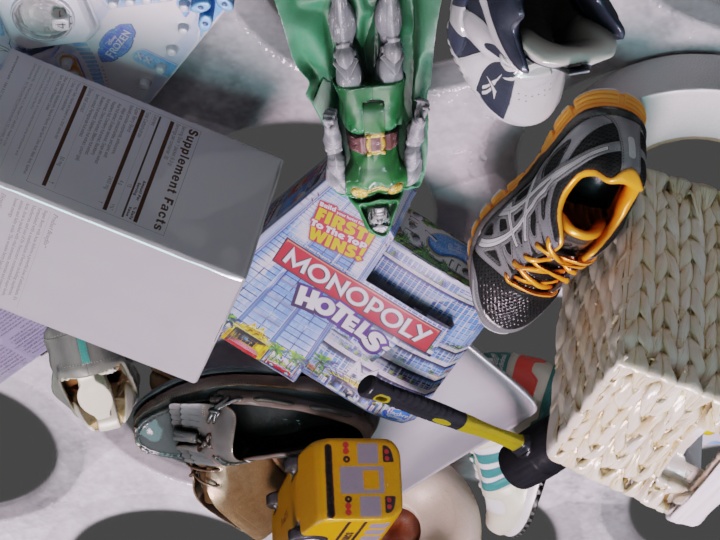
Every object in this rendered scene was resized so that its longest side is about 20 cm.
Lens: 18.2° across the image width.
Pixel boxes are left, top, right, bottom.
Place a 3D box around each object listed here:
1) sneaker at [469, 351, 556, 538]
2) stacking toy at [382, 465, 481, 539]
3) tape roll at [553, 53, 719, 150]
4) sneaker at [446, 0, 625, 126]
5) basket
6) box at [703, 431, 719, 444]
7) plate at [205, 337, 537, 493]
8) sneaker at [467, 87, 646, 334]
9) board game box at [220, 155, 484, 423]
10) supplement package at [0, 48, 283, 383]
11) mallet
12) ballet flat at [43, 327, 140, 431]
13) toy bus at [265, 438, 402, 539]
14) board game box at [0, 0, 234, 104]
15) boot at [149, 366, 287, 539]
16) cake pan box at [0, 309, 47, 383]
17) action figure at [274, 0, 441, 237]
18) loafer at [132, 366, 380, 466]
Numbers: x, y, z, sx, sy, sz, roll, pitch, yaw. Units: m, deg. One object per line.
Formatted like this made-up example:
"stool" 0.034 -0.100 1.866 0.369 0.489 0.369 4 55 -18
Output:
"sneaker" 0.112 0.133 1.787 0.093 0.071 0.200 20 140 5
"stacking toy" 0.045 0.248 1.890 0.145 0.147 0.200 -7 154 12
"tape roll" 0.229 -0.067 1.557 0.201 0.037 0.204 1 140 1
"sneaker" 0.112 -0.139 1.398 0.079 0.130 0.200 -16 137 -12
"basket" 0.206 0.046 1.516 0.123 0.201 0.136 20 137 -9
"box" 0.271 0.072 1.715 0.198 0.041 0.156 -4 139 10
"plate" 0.005 0.079 1.719 0.200 0.032 0.199 42 129 -17
"sneaker" 0.130 -0.027 1.500 0.078 0.078 0.201 13 128 -18
"board game box" 0.000 0.000 1.597 0.199 0.062 0.200 31 129 -4
"supplement package" -0.171 -0.035 1.496 0.199 0.120 0.122 22 136 -7
"mallet" 0.085 0.108 1.640 0.066 0.041 0.199 -30 139 31
"ballet flat" -0.202 0.090 1.702 0.067 0.064 0.200 -17 159 -4
"toy bus" -0.024 0.184 1.712 0.078 0.066 0.200 -1 160 -10
"board game box" -0.210 -0.167 1.479 0.199 0.026 0.200 24 136 -23
"boot" -0.112 0.146 1.786 0.073 0.076 0.200 26 163 49
"cake pan box" -0.292 -0.003 1.659 0.184 0.053 0.200 34 131 -28
"action figure" 0.007 -0.109 1.462 0.117 0.055 0.201 -6 125 -2
"loafer" -0.081 0.113 1.692 0.198 0.063 0.072 -9 125 11
